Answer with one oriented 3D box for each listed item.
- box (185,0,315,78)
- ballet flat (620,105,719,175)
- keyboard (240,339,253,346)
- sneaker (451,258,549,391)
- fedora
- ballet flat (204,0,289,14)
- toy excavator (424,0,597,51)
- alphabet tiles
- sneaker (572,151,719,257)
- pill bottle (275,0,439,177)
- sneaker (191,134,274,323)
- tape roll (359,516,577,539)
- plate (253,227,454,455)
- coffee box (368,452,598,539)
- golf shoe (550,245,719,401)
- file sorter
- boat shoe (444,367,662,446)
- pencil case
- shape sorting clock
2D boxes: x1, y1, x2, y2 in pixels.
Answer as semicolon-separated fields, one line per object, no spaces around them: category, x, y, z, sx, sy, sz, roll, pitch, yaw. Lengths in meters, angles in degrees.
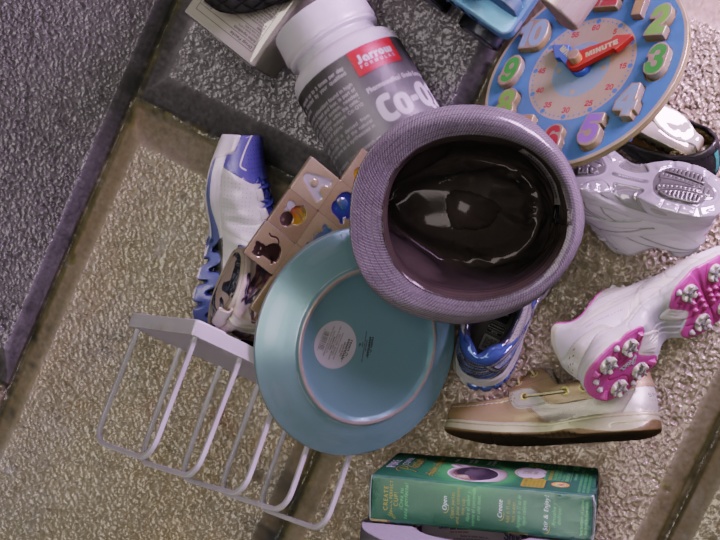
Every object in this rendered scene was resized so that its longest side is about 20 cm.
box;-0.070;-0.298;1.147;0.095;0.078;0.201;39;98;10
ballet flat;0.239;-0.145;1.073;0.198;0.069;0.068;27;71;11
keyboard;-0.027;0.026;1.134;0.200;0.104;0.040;-44;35;25
sneaker;0.138;0.008;1.073;0.076;0.085;0.202;15;74;13
fedora;0.084;-0.049;0.995;0.197;0.090;0.179;-5;98;-5
ballet flat;-0.054;-0.282;1.074;0.198;0.057;0.067;-20;88;10
toy excavator;0.122;-0.260;1.037;0.194;0.200;0.100;37;98;12
alphabet tiles;0.000;0.000;1.032;0.199;0.006;0.167;38;84;-26
sneaker;0.221;-0.058;1.067;0.198;0.100;0.078;21;51;19
pill bottle;0.009;-0.154;1.107;0.113;0.114;0.201;-31;83;11
sneaker;-0.093;-0.029;1.154;0.114;0.081;0.202;9;98;10
tape roll;0.096;0.258;1.034;0.198;0.200;0.067;2;89;13
plate;0.003;0.064;1.021;0.198;0.026;0.203;-5;100;-27
coffee box;0.115;0.203;1.072;0.197;0.123;0.045;3;93;12
golf shoe;0.256;0.030;1.055;0.199;0.076;0.091;-32;37;-15
file sorter;-0.116;0.135;1.056;0.199;0.138;0.126;28;75;-30
boat shoe;0.175;0.124;1.090;0.197;0.074;0.067;-3;73;14
pencil case;-0.046;0.050;1.065;0.198;0.090;0.078;24;119;-27
shape sorting clock;0.194;-0.177;1.036;0.198;0.039;0.202;-24;44;26
